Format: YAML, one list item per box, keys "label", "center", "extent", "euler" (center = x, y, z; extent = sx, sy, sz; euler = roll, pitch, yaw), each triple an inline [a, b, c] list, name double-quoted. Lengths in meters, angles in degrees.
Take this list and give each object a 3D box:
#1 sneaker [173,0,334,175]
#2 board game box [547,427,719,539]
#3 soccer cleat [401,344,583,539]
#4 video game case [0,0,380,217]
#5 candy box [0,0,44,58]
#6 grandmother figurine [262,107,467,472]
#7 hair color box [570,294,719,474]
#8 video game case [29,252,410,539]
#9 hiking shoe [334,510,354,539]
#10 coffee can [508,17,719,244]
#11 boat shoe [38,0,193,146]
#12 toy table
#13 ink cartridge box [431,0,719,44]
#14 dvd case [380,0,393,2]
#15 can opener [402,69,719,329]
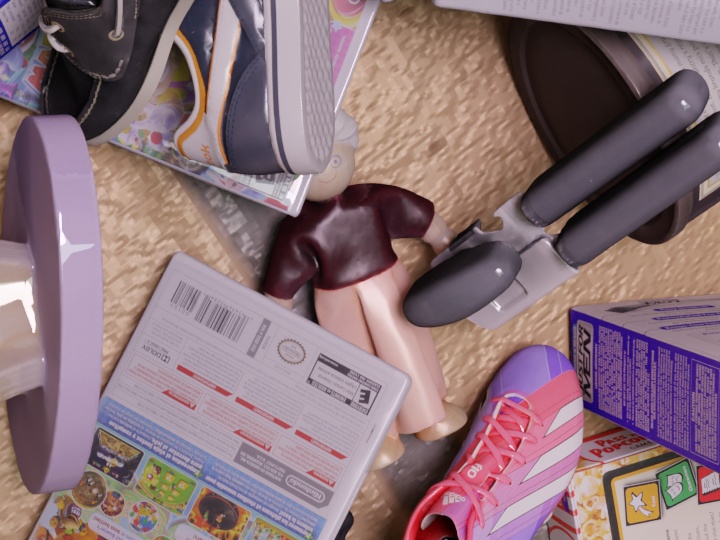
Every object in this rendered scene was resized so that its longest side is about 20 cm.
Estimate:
- label: "sneaker"
  center: [-0.054, -0.146, 0.703]
  extent: [0.078, 0.078, 0.203]
  euler: [-1, 81, 17]
- label: "board game box"
  center: [0.214, 0.160, 0.905]
  extent: [0.197, 0.046, 0.154]
  euler: [-14, 101, -16]
- label: "soccer cleat"
  center: [0.068, 0.120, 0.809]
  extent: [0.202, 0.066, 0.077]
  euler: [-63, 145, -23]
- label: "video game case"
  center: [-0.097, -0.131, 0.751]
  extent: [0.198, 0.018, 0.145]
  euler: [22, 91, -3]
- label: "candy box"
  center: [-0.192, -0.195, 0.689]
  extent: [0.200, 0.077, 0.169]
  euler: [-42, 91, -11]
- label: "grandmother figurine"
  center: [0.000, 0.000, 0.809]
  extent: [0.120, 0.060, 0.202]
  euler: [-27, 108, -22]
- label: "hair color box"
  center: [0.204, 0.060, 0.807]
  extent: [0.108, 0.200, 0.066]
  euler: [-4, 100, -18]
- label: "video game case"
  center: [-0.080, 0.112, 0.774]
  extent: [0.142, 0.018, 0.202]
  euler: [27, 88, 11]
- label: "hiking shoe"
  center: [0.002, 0.214, 0.826]
  extent: [0.100, 0.076, 0.202]
  euler: [-28, 104, -10]
- label: "coffee can"
  center: [0.202, -0.129, 0.810]
  extent: [0.199, 0.146, 0.148]
  euler: [-32, 106, -12]
- label: "boat shoe"
  center: [-0.113, -0.124, 0.654]
  extent: [0.067, 0.200, 0.073]
  euler: [-3, 64, -30]
- label: "toy table"
  center: [-0.192, 0.024, 0.694]
  extent: [0.116, 0.184, 0.203]
  euler: [-6, 119, -23]
- label: "ink cartridge box"
  center: [0.145, -0.196, 0.729]
  extent: [0.197, 0.041, 0.202]
  euler: [9, 55, 3]
- label: "dvd case"
  center: [0.072, -0.218, 0.775]
  extent: [0.198, 0.016, 0.150]
  euler: [-18, 59, -16]
- label: "can opener"
  center: [0.103, -0.022, 0.741]
  extent: [0.053, 0.200, 0.067]
  euler: [45, 39, -8]
